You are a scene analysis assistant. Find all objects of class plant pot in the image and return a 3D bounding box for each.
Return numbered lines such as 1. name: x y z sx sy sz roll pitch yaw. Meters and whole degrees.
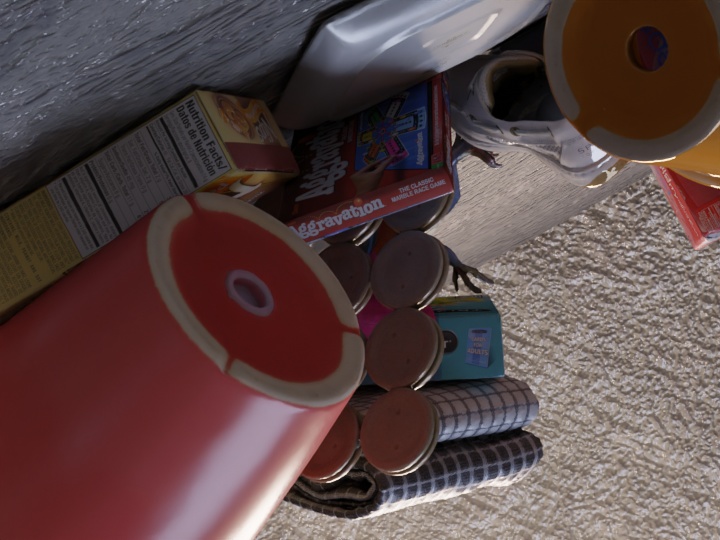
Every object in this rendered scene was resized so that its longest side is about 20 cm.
1. plant pot: -0.105 0.065 1.118 0.177 0.201 0.200 -46 166 31
2. plant pot: 0.206 -0.137 1.217 0.200 0.201 0.183 -33 172 36

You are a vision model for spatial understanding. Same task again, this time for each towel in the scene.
1. towel: 0.008 0.124 1.475 0.165 0.086 0.200 -9 -174 -40

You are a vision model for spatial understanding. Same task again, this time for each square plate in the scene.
1. square plate: 0.050 -0.148 1.227 0.199 0.029 0.198 -27 174 -16

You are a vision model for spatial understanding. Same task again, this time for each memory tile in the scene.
1. memory tile: -0.013 0.031 1.229 0.153 0.201 0.017 -11 153 32

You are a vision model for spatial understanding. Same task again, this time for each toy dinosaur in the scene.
1. toy dinosaur: 0.022 -0.052 1.546 0.182 0.105 0.200 -46 140 21

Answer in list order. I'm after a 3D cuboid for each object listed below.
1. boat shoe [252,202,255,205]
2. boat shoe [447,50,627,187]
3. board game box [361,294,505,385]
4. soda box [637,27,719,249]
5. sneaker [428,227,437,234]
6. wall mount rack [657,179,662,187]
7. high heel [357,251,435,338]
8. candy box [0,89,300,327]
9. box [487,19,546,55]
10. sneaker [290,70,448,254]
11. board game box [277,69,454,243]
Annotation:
1. boat shoe: -0.111 -0.006 1.486 0.200 0.069 0.072 -32 172 16
2. boat shoe: 0.106 -0.118 1.372 0.071 0.069 0.200 -49 -145 -9
3. board game box: 0.026 0.050 1.515 0.150 0.047 0.200 -4 -177 1
4. soda box: 0.210 -0.117 1.397 0.063 0.201 0.070 -27 174 0
5. sneaker: -0.006 -0.042 1.769 0.200 0.078 0.086 -34 165 -28
6. wall mount rack: 0.272 -0.121 1.550 0.200 0.075 0.174 -33 174 13
7. high heel: 0.000 0.000 1.422 0.095 0.068 0.200 4 -165 -2
8. candy box: -0.144 -0.030 1.189 0.200 0.055 0.115 -31 174 15
9. box: 0.189 -0.160 1.562 0.141 0.079 0.200 -27 175 14
10. sneaker: -0.005 -0.073 1.358 0.200 0.077 0.076 -53 158 -34
11. board game box: 0.005 -0.072 1.245 0.103 0.020 0.200 -21 -160 10
